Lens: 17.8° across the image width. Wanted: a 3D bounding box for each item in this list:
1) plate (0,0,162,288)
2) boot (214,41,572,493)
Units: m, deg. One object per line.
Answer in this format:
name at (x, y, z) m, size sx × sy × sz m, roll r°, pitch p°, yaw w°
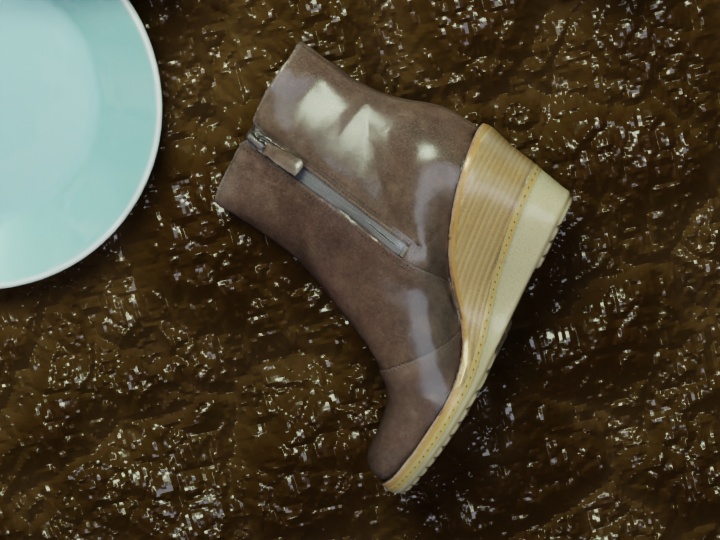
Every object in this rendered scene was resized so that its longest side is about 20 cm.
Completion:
plate at (-0.199, -0.088, 1.166) m, size 0.199 × 0.026 × 0.201 m, roll 1°, pitch 111°, yaw 1°
boot at (0.000, 0.000, 1.186) m, size 0.166 × 0.072 × 0.201 m, roll 26°, pitch 110°, yaw 4°
